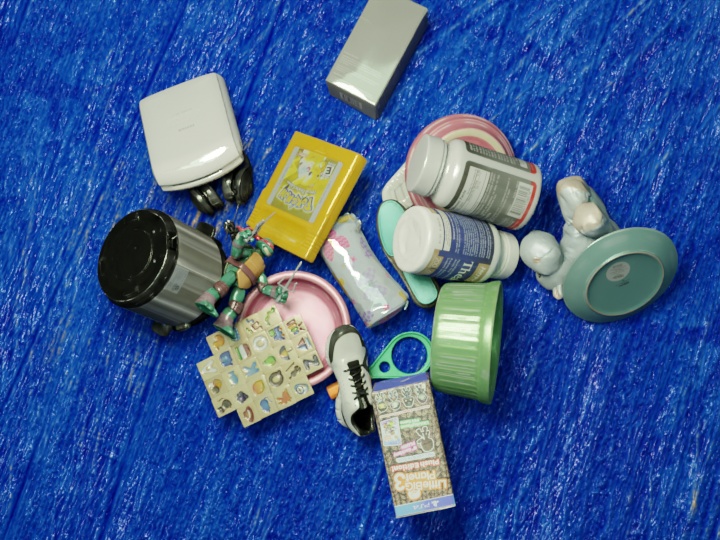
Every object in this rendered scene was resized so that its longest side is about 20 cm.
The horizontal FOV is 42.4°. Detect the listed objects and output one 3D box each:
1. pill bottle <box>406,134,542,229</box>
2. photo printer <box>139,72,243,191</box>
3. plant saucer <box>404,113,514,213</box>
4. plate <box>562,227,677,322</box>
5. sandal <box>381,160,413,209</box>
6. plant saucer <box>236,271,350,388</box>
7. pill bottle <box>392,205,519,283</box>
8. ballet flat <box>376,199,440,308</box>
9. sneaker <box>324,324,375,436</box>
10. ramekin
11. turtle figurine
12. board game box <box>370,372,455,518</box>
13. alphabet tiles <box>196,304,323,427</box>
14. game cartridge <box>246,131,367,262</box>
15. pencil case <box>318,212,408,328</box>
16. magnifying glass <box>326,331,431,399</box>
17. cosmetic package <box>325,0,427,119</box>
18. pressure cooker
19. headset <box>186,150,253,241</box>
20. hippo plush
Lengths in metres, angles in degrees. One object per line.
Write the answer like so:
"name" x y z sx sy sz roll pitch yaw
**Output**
"pill bottle" 0.183 -0.146 1.508 0.199 0.114 0.115 16 85 -13
"photo printer" -0.296 -0.237 1.629 0.165 0.070 0.201 -19 60 3
"plant saucer" 0.177 -0.166 1.588 0.199 0.051 0.202 -2 98 -10
"plate" 0.429 0.016 1.521 0.199 0.201 0.026 -18 41 3
"sandal" 0.117 -0.184 1.625 0.202 0.050 0.083 -36 105 -3
"plant saucer" -0.114 0.104 1.608 0.199 0.051 0.202 -1 84 6
"pill bottle" 0.162 -0.038 1.541 0.199 0.111 0.112 9 83 -30
"ballet flat" 0.079 -0.025 1.604 0.068 0.068 0.201 -22 83 4
"sneaker" -0.007 0.184 1.542 0.073 0.080 0.201 -18 114 -18
"ramekin" 0.175 0.114 1.520 0.097 0.200 0.202 5 84 13
"turtle figurine" -0.185 0.007 1.548 0.150 0.100 0.200 47 68 -28
"board game box" 0.085 0.279 1.514 0.096 0.159 0.202 -12 89 3
"alphabet tiles" -0.171 0.161 1.571 0.199 0.006 0.167 -26 82 2
"game cartridge" -0.099 -0.131 1.606 0.176 0.032 0.201 25 84 41
"pencil case" 0.000 0.000 1.602 0.090 0.083 0.201 -31 81 -12
"magnifying glass" 0.035 0.171 1.611 0.199 0.022 0.080 -25 82 0
"cosmetic package" 0.031 -0.387 1.644 0.106 0.090 0.201 29 84 8
"pressure cooker" -0.323 0.007 1.578 0.175 0.200 0.180 -30 59 21
"headset" -0.247 -0.144 1.634 0.123 0.094 0.201 -19 71 3
"hippo plush" 0.350 -0.051 1.567 0.160 0.200 0.160 -38 38 19
